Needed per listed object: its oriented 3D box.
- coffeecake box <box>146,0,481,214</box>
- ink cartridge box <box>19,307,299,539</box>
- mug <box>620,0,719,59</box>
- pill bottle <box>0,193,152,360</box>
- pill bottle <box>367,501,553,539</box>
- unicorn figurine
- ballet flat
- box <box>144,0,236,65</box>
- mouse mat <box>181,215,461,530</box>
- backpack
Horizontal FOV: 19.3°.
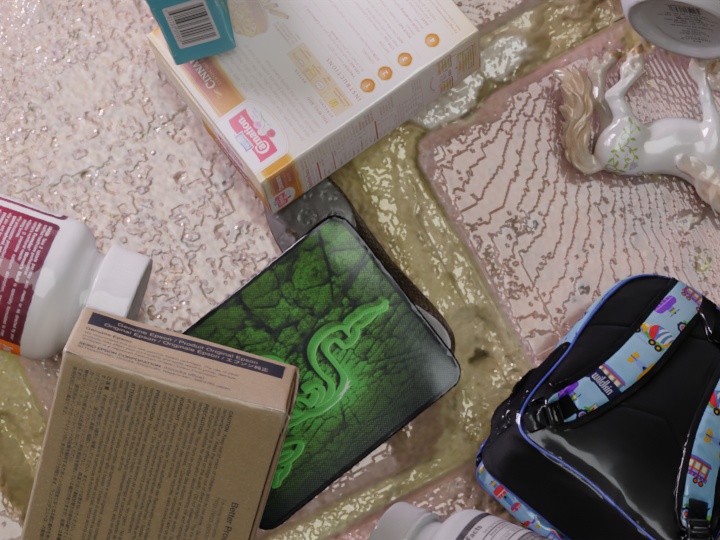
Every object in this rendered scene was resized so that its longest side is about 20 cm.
[{"bbox_3d":[-0.034,-0.165,1.599,0.200,0.073,0.154,-35,72,-7],"label":"coffeecake box"},{"bbox_3d":[-0.147,0.145,1.518,0.165,0.075,0.200,16,116,-2],"label":"ink cartridge box"},{"bbox_3d":[0.244,-0.263,1.603,0.200,0.148,0.175,16,71,15],"label":"mug"},{"bbox_3d":[-0.262,0.001,1.559,0.200,0.110,0.110,19,82,-1],"label":"pill bottle"},{"bbox_3d":[0.102,0.239,1.527,0.200,0.111,0.111,20,81,25],"label":"pill bottle"},{"bbox_3d":[0.251,-0.104,1.633,0.200,0.074,0.138,-1,83,12],"label":"unicorn figurine"},{"bbox_3d":[0.000,0.000,1.614,0.067,0.046,0.200,-45,82,7],"label":"ballet flat"},{"bbox_3d":[-0.139,-0.256,1.572,0.049,0.082,0.200,-15,56,4],"label":"box"},{"bbox_3d":[-0.045,0.077,1.591,0.200,0.008,0.161,-39,85,7],"label":"mouse mat"},{"bbox_3d":[0.206,0.112,1.562,0.183,0.135,0.200,38,58,1],"label":"backpack"}]
